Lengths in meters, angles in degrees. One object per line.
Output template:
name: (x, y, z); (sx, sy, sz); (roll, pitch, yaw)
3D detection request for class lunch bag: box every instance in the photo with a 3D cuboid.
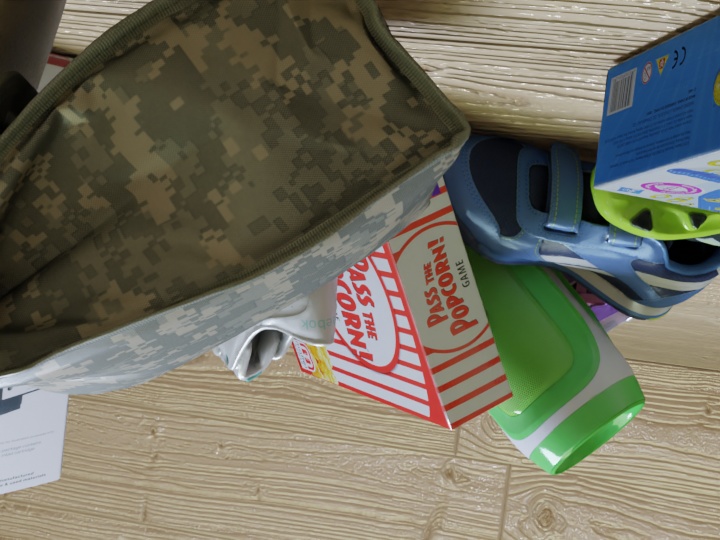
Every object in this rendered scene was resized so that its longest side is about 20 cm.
lunch bag: (-0.074, -0.025, 0.509); (0.200, 0.118, 0.164); (-34, 177, -4)

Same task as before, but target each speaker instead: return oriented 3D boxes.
speaker: (0.084, 0.025, 0.826); (0.200, 0.088, 0.088); (52, -170, 19)

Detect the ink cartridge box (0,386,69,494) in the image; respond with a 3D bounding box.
ink cartridge box: (-0.283, 0.048, 1.019); (0.084, 0.200, 0.146); (-11, -143, -33)

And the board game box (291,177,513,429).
board game box: (0.000, 0.000, 0.800); (0.046, 0.152, 0.200); (-25, -165, -22)

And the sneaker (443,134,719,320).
sneaker: (0.131, -0.035, 0.770); (0.200, 0.074, 0.082); (19, 154, -28)

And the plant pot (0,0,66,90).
plant pot: (-0.223, -0.061, 0.469); (0.200, 0.177, 0.200); (10, 175, -7)

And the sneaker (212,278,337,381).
sneaker: (-0.081, 0.023, 0.792); (0.075, 0.089, 0.200); (-13, 180, -35)

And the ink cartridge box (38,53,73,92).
ink cartridge box: (-0.216, -0.075, 0.798); (0.144, 0.084, 0.200); (11, 173, -32)

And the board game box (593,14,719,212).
board game box: (0.220, -0.052, 0.512); (0.195, 0.056, 0.200); (10, 174, -13)

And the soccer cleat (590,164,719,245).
soccer cleat: (0.219, -0.037, 0.705); (0.200, 0.068, 0.081); (10, -168, -2)

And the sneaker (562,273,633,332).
sneaker: (0.145, 0.017, 0.906); (0.200, 0.081, 0.088); (-31, 175, -30)
